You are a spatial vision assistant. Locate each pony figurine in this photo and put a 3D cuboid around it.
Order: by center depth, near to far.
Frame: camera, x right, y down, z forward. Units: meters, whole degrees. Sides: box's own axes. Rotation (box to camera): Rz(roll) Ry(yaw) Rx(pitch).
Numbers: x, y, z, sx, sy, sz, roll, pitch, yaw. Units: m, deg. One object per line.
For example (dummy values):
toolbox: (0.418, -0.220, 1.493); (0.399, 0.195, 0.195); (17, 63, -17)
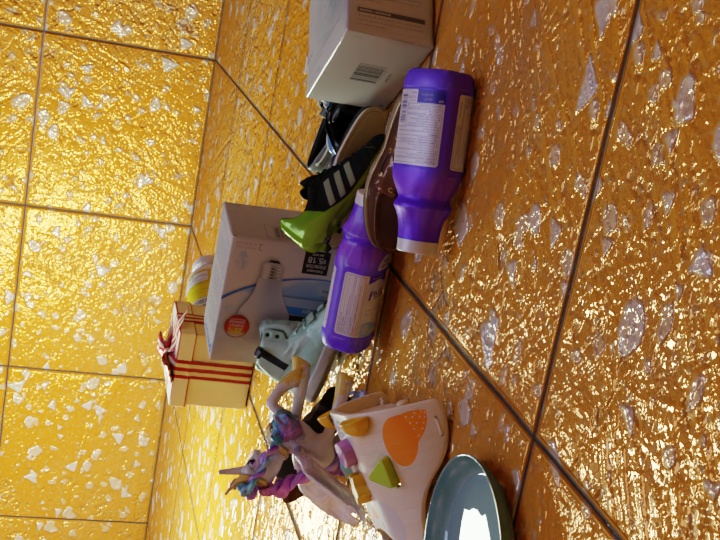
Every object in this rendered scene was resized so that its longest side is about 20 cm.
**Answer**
pony figurine: (-0.058, 0.229, 1.424); (0.202, 0.191, 0.167); (-61, -5, -20)

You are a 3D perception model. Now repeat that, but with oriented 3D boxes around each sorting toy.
sorting toy: (0.032, 0.240, 1.281); (0.200, 0.105, 0.184); (167, 90, -73)

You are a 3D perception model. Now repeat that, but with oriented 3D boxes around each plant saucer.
plant saucer: (0.106, 0.280, 1.085); (0.200, 0.027, 0.204); (-174, 90, -74)

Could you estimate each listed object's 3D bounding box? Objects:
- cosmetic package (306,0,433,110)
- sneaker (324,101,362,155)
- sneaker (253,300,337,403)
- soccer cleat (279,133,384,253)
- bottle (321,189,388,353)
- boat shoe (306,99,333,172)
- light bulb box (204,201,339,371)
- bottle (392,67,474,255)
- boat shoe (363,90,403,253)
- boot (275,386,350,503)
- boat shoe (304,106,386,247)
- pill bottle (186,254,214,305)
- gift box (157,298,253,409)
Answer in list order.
cosmetic package: (0.010, -0.351, 1.493); (0.199, 0.121, 0.204); (137, 138, -66)
sneaker: (-0.014, -0.255, 1.610); (0.111, 0.075, 0.204); (-126, 41, -75)
sneaker: (-0.077, 0.068, 1.572); (0.074, 0.117, 0.203); (23, -89, -82)
soccer cleat: (-0.031, -0.114, 1.488); (0.201, 0.080, 0.068); (-54, -13, -22)
bottle: (0.000, 0.000, 1.443); (0.083, 0.064, 0.204); (-35, -41, -69)
boat shoe: (-0.036, -0.237, 1.710); (0.073, 0.061, 0.203); (-116, 36, -62)
light bulb box: (-0.118, 0.025, 1.653); (0.125, 0.194, 0.203); (-113, 32, -61)
bottle: (0.076, -0.120, 1.255); (0.083, 0.065, 0.204); (12, 97, 47)
boat shoe: (0.051, -0.114, 1.344); (0.068, 0.071, 0.204); (-120, 41, -67)
boot: (-0.091, 0.281, 1.596); (0.186, 0.064, 0.201); (-43, -15, -45)
boat shoe: (-0.025, -0.137, 1.563); (0.067, 0.071, 0.203); (37, 109, 49)
pill bottle: (-0.338, 0.063, 2.551); (0.202, 0.110, 0.114); (-100, 23, -46)
gift box: (-0.323, 0.159, 2.332); (0.185, 0.183, 0.204); (-131, 48, -68)
